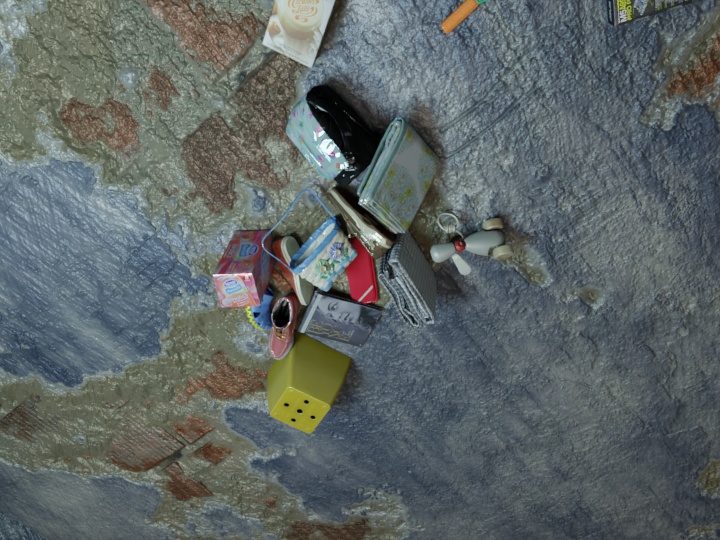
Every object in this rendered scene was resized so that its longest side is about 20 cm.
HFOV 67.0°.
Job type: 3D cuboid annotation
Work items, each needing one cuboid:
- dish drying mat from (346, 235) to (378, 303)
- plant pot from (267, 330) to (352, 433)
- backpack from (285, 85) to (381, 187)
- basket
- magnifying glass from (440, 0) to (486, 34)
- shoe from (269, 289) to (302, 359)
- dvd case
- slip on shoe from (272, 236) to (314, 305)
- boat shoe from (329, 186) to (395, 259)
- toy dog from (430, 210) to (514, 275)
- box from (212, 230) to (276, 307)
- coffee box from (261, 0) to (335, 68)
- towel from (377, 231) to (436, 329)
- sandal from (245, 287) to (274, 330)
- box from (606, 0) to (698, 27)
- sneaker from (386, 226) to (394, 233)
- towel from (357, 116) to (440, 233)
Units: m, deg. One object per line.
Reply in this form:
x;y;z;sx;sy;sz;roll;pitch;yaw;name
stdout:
0.000;0.000;1.418;0.075;0.018;0.204;-4;122;9;dish drying mat
-0.159;0.334;1.552;0.197;0.178;0.202;28;121;-12;plant pot
-0.062;-0.286;1.158;0.200;0.167;0.126;47;125;-6;backpack
-0.113;-0.067;1.301;0.199;0.139;0.177;41;89;-14;basket
0.239;-0.539;1.051;0.199;0.023;0.079;-38;112;23;magnifying glass
-0.213;0.154;1.457;0.070;0.091;0.205;22;104;10;shoe
-0.057;0.136;1.485;0.196;0.016;0.150;16;126;-18;dvd case
-0.172;0.001;1.412;0.060;0.074;0.203;0;126;32;slip on shoe
-0.012;-0.108;1.273;0.203;0.074;0.075;47;116;19;boat shoe
0.268;-0.058;1.313;0.194;0.135;0.097;7;162;6;toy dog
-0.277;-0.008;1.330;0.100;0.202;0.097;-1;124;7;box
-0.106;-0.522;1.057;0.112;0.080;0.203;21;122;-9;coffee box
0.112;0.020;1.334;0.084;0.167;0.202;-23;118;26;towel
-0.269;0.077;1.457;0.085;0.080;0.203;-12;127;8;sandal
0.529;-0.573;0.985;0.156;0.045;0.203;-13;120;14;box
0.071;-0.176;1.254;0.077;0.096;0.204;-7;121;12;sneaker
0.084;-0.199;1.179;0.170;0.048;0.203;33;83;-49;towel
